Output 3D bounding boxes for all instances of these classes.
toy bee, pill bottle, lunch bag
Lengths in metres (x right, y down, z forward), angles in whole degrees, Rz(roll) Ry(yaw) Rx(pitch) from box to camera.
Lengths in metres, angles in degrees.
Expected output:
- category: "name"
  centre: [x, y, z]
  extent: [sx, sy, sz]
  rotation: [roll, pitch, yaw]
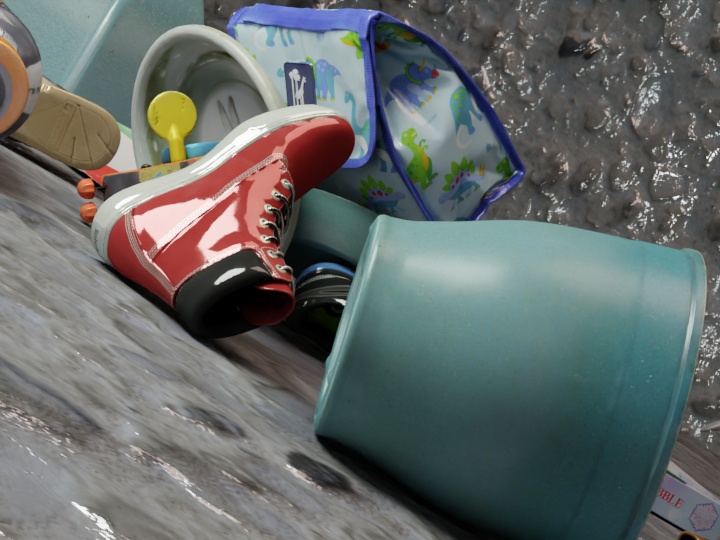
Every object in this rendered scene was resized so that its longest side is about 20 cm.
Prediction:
- category: "toy bee"
  centre: [-0.144, -0.050, 1.417]
  extent: [0.109, 0.200, 0.131]
  rotation: [-8, 69, -40]
- category: "pill bottle"
  centre: [-0.282, -0.145, 1.364]
  extent: [0.106, 0.106, 0.200]
  rotation: [30, 5, -24]
- category: "lunch bag"
  centre: [0.001, -0.118, 1.486]
  extent: [0.170, 0.127, 0.200]
  rotation: [9, -41, 48]

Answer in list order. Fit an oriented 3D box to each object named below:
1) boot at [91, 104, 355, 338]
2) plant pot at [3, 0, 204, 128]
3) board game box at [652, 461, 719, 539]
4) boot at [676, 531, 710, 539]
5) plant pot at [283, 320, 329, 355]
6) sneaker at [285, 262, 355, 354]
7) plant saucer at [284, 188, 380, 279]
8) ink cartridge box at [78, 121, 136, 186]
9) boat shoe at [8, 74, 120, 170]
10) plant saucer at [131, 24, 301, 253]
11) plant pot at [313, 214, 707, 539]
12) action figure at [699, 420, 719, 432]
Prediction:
- category: "boot"
  centre: [-0.055, -0.029, 1.274]
  extent: [0.144, 0.200, 0.072]
  rotation: [36, -35, 38]
- category: "plant pot"
  centre: [-0.286, -0.264, 2.141]
  extent: [0.196, 0.200, 0.196]
  rotation: [35, 4, 33]
- category: "board game box"
  centre: [0.238, 0.173, 1.896]
  extent: [0.199, 0.041, 0.200]
  rotation: [31, 5, -21]
- category: "boot"
  centre: [0.373, 0.269, 1.562]
  extent: [0.200, 0.068, 0.188]
  rotation: [27, 7, -48]
- category: "plant pot"
  centre: [0.019, 0.071, 1.591]
  extent: [0.200, 0.027, 0.200]
  rotation: [32, 4, -3]
- category: "sneaker"
  centre: [0.031, 0.067, 1.457]
  extent: [0.200, 0.071, 0.083]
  rotation: [28, 33, 4]
- category: "plant saucer"
  centre: [0.000, 0.000, 1.537]
  extent: [0.200, 0.036, 0.200]
  rotation: [26, -17, 8]
- category: "ink cartridge box"
  centre: [-0.204, -0.092, 1.752]
  extent: [0.200, 0.050, 0.161]
  rotation: [32, 3, 41]
- category: "boat shoe"
  centre: [-0.290, -0.142, 1.575]
  extent: [0.200, 0.072, 0.065]
  rotation: [27, -7, -22]
- category: "plant saucer"
  centre: [-0.098, -0.090, 1.480]
  extent: [0.050, 0.200, 0.200]
  rotation: [-17, 39, -39]
- category: "plant pot"
  centre: [0.077, 0.058, 1.130]
  extent: [0.188, 0.200, 0.200]
  rotation: [16, 5, -3]
- category: "action figure"
  centre: [0.380, 0.217, 1.776]
  extent: [0.194, 0.105, 0.200]
  rotation: [66, 17, 0]
